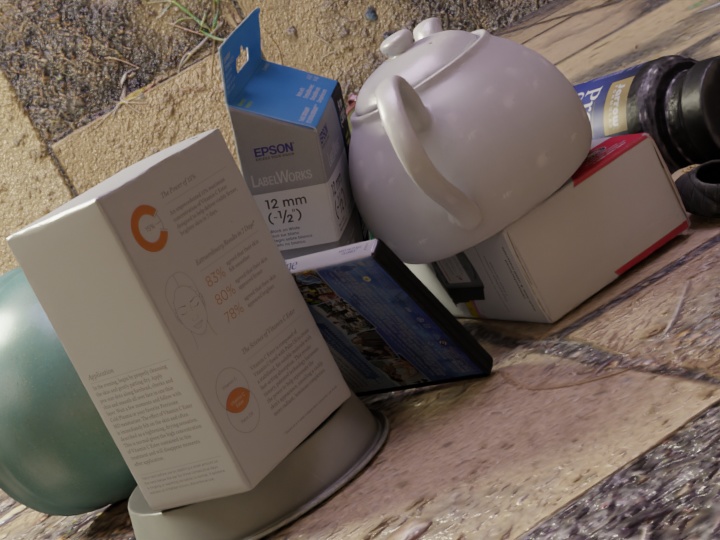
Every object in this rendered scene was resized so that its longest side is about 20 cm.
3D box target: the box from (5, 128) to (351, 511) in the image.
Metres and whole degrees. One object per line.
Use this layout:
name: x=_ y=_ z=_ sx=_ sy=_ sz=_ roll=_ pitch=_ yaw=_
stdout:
box: x=-0.113 y=0.032 z=0.945 sx=0.097 sy=0.201 sz=0.124 roll=-18 pitch=13 yaw=39

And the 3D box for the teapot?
teapot: x=0.062 y=-0.108 z=1.072 sx=0.197 sy=0.147 sz=0.200 roll=-41 pitch=15 yaw=-25

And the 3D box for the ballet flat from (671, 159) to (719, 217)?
ballet flat: x=0.285 y=-0.073 z=1.052 sx=0.066 sy=0.057 sz=0.200 roll=-30 pitch=11 yaw=-21

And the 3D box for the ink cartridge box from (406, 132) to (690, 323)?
ink cartridge box: x=0.135 y=-0.032 z=1.147 sx=0.147 sy=0.086 sz=0.200 roll=-34 pitch=11 yaw=-19

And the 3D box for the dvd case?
dvd case: x=-0.025 y=0.042 z=1.028 sx=0.199 sy=0.143 sz=0.018 roll=-13 pitch=46 yaw=38

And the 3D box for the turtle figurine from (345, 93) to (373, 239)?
turtle figurine: x=0.024 y=-0.111 z=1.252 sx=0.149 sy=0.101 sz=0.200 roll=-4 pitch=42 yaw=48

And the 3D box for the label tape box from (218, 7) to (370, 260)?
label tape box: x=-0.044 y=-0.085 z=1.082 sx=0.065 sy=0.202 sz=0.143 roll=-7 pitch=19 yaw=9

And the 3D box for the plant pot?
plant pot: x=-0.188 y=0.080 z=1.125 sx=0.133 sy=0.202 sz=0.200 roll=-14 pitch=16 yaw=37

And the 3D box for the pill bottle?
pill bottle: x=0.236 y=-0.114 z=1.219 sx=0.112 sy=0.112 sz=0.199 roll=-34 pitch=12 yaw=-34

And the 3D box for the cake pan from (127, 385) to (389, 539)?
cake pan: x=-0.076 y=0.135 z=1.013 sx=0.199 sy=0.037 sz=0.200 roll=-26 pitch=11 yaw=6
